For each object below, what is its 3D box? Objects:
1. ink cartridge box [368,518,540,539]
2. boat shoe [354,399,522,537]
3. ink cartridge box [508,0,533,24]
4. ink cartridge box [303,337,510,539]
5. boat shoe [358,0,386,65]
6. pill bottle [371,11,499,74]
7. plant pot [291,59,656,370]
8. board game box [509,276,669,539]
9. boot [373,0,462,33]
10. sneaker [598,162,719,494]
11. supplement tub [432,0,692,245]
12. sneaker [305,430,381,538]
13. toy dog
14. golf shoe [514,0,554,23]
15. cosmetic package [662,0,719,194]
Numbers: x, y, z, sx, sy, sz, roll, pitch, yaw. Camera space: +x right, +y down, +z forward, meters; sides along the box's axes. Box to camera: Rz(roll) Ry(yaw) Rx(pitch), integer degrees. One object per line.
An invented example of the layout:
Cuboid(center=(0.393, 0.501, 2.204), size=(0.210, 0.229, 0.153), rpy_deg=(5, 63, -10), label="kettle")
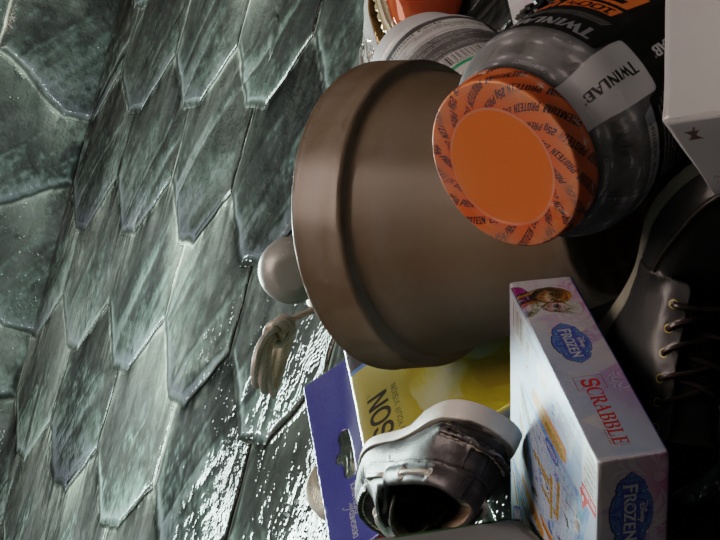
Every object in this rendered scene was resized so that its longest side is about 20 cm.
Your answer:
Cuboid(center=(0.039, 0.256, 1.256), size=(0.083, 0.146, 0.200), rpy_deg=(-142, 45, -71), label="ink cartridge box")
Cuboid(center=(0.037, 0.136, 1.337), size=(0.060, 0.074, 0.200), rpy_deg=(-64, 11, -26), label="boat shoe")
Cuboid(center=(0.152, -0.278, 1.607), size=(0.200, 0.057, 0.163), rpy_deg=(-103, 32, -48), label="ink cartridge box")
Cuboid(center=(0.040, 0.076, 1.508), size=(0.200, 0.047, 0.198), rpy_deg=(-32, 33, 13), label="ink cartridge box")
Cuboid(center=(0.026, -0.170, 1.861), size=(0.200, 0.071, 0.069), rpy_deg=(-93, 27, -42), label="boat shoe")
Cuboid(center=(0.075, -0.122, 1.605), size=(0.200, 0.113, 0.113), rpy_deg=(-124, 52, -68), label="pill bottle")
Cuboid(center=(0.083, -0.037, 1.384), size=(0.173, 0.200, 0.200), rpy_deg=(-1, 72, 39), label="plant pot")
Cuboid(center=(0.124, 0.137, 1.240), size=(0.200, 0.041, 0.200), rpy_deg=(-110, 15, -61), label="board game box")
Cuboid(center=(0.069, -0.274, 1.822), size=(0.107, 0.075, 0.200), rpy_deg=(-29, 47, 60), label="boot")
Cuboid(center=(0.190, 0.032, 1.215), size=(0.106, 0.075, 0.200), rpy_deg=(-101, 23, -43), label="sneaker")
Cuboid(center=(0.136, -0.096, 1.233), size=(0.200, 0.123, 0.123), rpy_deg=(-35, -16, -43), label="supplement tub")
Cuboid(center=(0.045, 0.109, 1.588), size=(0.200, 0.085, 0.075), rpy_deg=(-53, 33, -8), label="sneaker")
Cuboid(center=(0.000, 0.000, 1.488), size=(0.200, 0.096, 0.132), rpy_deg=(-60, -23, -58), label="toy dog")
Cuboid(center=(0.158, -0.158, 1.442), size=(0.078, 0.095, 0.200), rpy_deg=(-31, 13, 31), label="golf shoe")
Cuboid(center=(0.222, -0.150, 1.155), size=(0.113, 0.081, 0.200), rpy_deg=(-9, 60, 26), label="cosmetic package")
